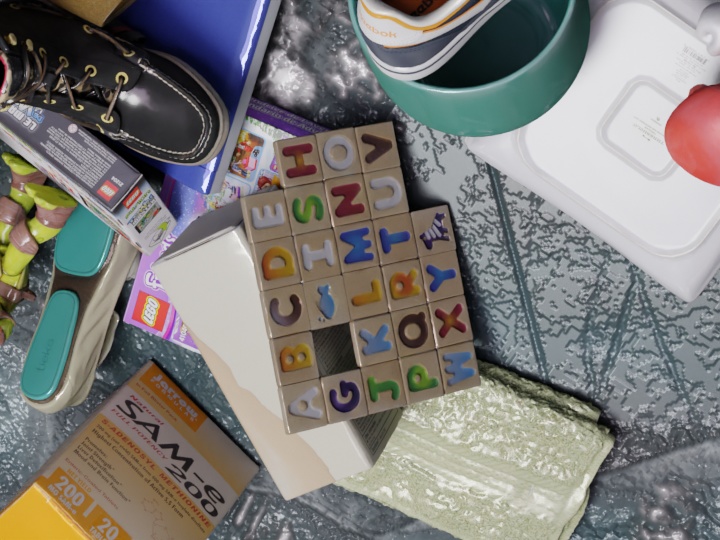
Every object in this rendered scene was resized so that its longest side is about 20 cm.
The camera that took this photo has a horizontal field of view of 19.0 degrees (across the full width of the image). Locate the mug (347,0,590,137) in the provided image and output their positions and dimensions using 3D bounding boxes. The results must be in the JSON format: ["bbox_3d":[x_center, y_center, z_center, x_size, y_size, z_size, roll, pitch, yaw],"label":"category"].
[{"bbox_3d":[0.072,-0.180,1.425,0.152,0.114,0.185,-15,69,8],"label":"mug"}]

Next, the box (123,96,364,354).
[{"bbox_3d":[-0.085,-0.026,1.589,0.137,0.039,0.200,23,117,8],"label":"box"}]

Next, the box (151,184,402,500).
[{"bbox_3d":[-0.057,0.051,1.538,0.078,0.095,0.200,-23,103,24],"label":"box"}]

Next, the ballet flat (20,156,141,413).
[{"bbox_3d":[-0.202,0.013,1.624,0.069,0.069,0.200,20,90,10],"label":"ballet flat"}]

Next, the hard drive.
[{"bbox_3d":[-0.125,-0.172,1.518,0.132,0.025,0.200,29,113,26],"label":"hard drive"}]

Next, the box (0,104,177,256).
[{"bbox_3d":[-0.226,-0.095,1.545,0.200,0.110,0.035,38,82,16],"label":"box"}]

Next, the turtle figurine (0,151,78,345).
[{"bbox_3d":[-0.268,0.003,1.608,0.064,0.200,0.161,21,110,-27],"label":"turtle figurine"}]

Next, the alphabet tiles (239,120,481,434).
[{"bbox_3d":[0.000,0.000,1.510,0.008,0.167,0.200,-7,94,58],"label":"alphabet tiles"}]

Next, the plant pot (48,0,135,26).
[{"bbox_3d":[-0.210,-0.269,1.451,0.200,0.186,0.186,46,118,-5],"label":"plant pot"}]

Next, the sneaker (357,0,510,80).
[{"bbox_3d":[0.076,-0.208,1.331,0.078,0.079,0.200,37,81,22],"label":"sneaker"}]

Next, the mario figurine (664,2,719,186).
[{"bbox_3d":[0.288,-0.122,1.396,0.200,0.106,0.124,-25,66,-1],"label":"mario figurine"}]

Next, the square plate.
[{"bbox_3d":[0.199,-0.102,1.471,0.200,0.028,0.198,35,118,2],"label":"square plate"}]

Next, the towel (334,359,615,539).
[{"bbox_3d":[0.077,0.134,1.603,0.200,0.036,0.149,24,116,8],"label":"towel"}]

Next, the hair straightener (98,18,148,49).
[{"bbox_3d":[-0.214,-0.170,1.542,0.200,0.041,0.077,36,111,18],"label":"hair straightener"}]

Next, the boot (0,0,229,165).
[{"bbox_3d":[-0.199,-0.127,1.432,0.200,0.151,0.073,35,110,19],"label":"boot"}]

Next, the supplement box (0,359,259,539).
[{"bbox_3d":[-0.174,0.170,1.609,0.126,0.200,0.074,45,121,-4],"label":"supplement box"}]
